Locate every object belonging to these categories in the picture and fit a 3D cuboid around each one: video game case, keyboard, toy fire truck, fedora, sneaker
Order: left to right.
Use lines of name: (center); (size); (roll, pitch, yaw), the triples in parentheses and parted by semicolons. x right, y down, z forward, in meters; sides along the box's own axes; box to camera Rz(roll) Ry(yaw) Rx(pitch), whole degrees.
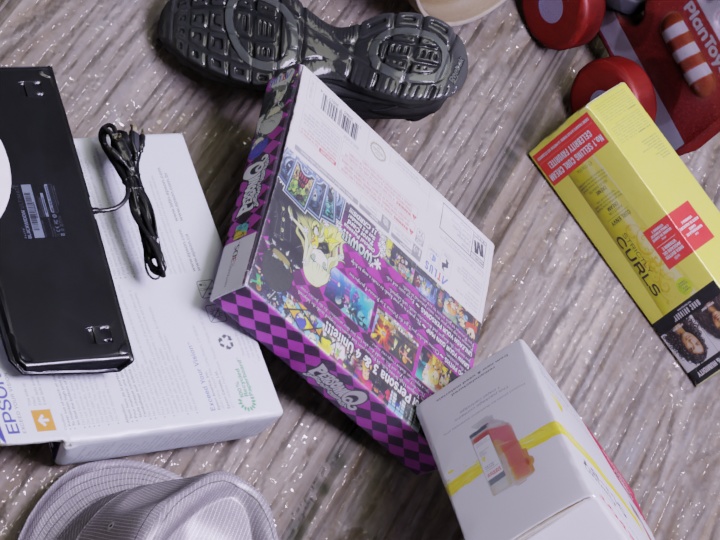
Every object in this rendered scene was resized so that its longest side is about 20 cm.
keyboard: (-0.171, -0.031, 1.681); (0.127, 0.021, 0.201); (-3, 64, -30)
fedora: (-0.101, 0.178, 1.609); (0.177, 0.090, 0.200); (39, 47, -11)
sneaker: (-0.035, -0.131, 1.866); (0.199, 0.091, 0.076); (14, 68, -4)
video game case: (0.000, 0.000, 1.798); (0.200, 0.036, 0.182); (41, 44, -32)
toy fire truck: (0.217, -0.185, 2.019); (0.112, 0.168, 0.200); (-13, 72, -41)

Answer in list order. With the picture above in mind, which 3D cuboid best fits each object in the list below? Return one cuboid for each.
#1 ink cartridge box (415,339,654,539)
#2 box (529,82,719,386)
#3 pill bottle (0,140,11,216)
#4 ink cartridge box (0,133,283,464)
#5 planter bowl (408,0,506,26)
ink cartridge box: (0.118, 0.154, 1.704); (0.145, 0.083, 0.200); (54, 8, -25)
box: (0.205, -0.025, 1.977); (0.050, 0.075, 0.200); (-31, 85, -44)
pill bottle: (-0.270, -0.012, 1.524); (0.113, 0.200, 0.114); (18, 54, -27)
ink cartridge box: (-0.163, 0.015, 1.697); (0.200, 0.041, 0.200); (-4, 64, -38)
planter bowl: (0.055, -0.286, 1.964); (0.135, 0.201, 0.200); (37, 41, 25)
